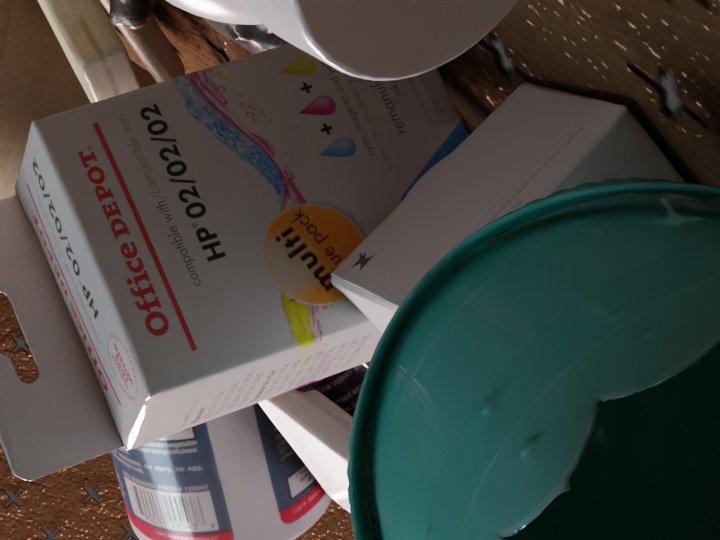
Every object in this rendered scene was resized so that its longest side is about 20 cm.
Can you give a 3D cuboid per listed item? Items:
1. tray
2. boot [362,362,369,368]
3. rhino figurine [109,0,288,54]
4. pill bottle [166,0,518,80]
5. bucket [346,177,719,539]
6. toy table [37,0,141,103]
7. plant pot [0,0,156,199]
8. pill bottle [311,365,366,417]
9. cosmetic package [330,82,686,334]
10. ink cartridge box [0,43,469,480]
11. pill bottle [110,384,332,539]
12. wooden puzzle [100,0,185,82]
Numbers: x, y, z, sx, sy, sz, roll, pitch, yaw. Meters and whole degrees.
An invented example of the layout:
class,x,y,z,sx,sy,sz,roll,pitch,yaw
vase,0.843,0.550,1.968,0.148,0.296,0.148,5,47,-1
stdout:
class,x,y,z,sx,sy,sz,roll,pitch,yaw
tray,0.011,0.109,1.034,0.107,0.022,0.200,37,170,21
boot,-0.001,0.034,0.920,0.155,0.200,0.073,43,-170,-7
rhino figurine,-0.093,-0.147,0.918,0.200,0.060,0.087,37,159,22
pill bottle,-0.042,-0.135,0.555,0.200,0.116,0.116,37,169,38
bucket,0.099,0.074,0.631,0.207,0.207,0.135,49,176,-29
toy table,-0.131,-0.144,0.780,0.117,0.184,0.200,57,-177,28
plant pot,-0.214,-0.089,1.206,0.183,0.201,0.200,26,-175,-39
pill bottle,0.000,0.000,1.004,0.200,0.112,0.112,46,171,-6
cosmetic package,0.098,0.040,0.765,0.200,0.108,0.085,47,171,-25
ink cartridge box,-0.053,-0.011,0.793,0.115,0.200,0.068,65,158,14
pill bottle,-0.087,0.044,1.122,0.120,0.120,0.200,34,142,51
wooden puzzle,-0.176,-0.204,1.138,0.200,0.037,0.185,45,173,28
